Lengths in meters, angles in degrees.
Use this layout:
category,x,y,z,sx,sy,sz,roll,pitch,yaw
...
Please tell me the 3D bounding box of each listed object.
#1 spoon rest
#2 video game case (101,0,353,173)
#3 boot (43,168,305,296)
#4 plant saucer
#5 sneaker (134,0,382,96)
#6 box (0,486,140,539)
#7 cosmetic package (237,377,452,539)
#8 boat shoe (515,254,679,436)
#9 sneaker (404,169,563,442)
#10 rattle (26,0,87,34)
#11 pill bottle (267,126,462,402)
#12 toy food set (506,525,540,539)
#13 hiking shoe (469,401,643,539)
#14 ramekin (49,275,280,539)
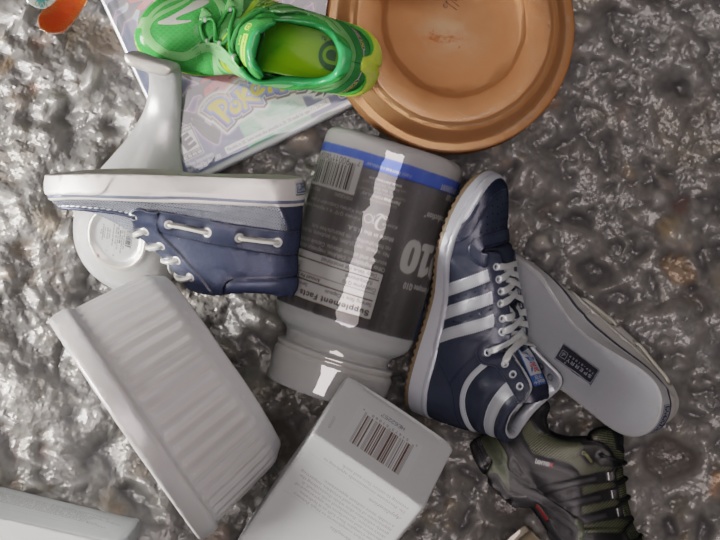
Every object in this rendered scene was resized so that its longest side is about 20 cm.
category,x,y,z,sx,sy,sz,roll,pitch,yaw
spoon rest,-0.171,-0.076,1.388,0.098,0.061,0.202,19,113,11
video game case,-0.087,-0.192,1.409,0.199,0.023,0.184,-25,91,2
boot,-0.141,-0.028,1.320,0.198,0.073,0.091,3,97,9
plant saucer,0.072,-0.193,1.388,0.198,0.032,0.203,0,88,-7
sneaker,-0.083,-0.179,1.347,0.198,0.084,0.075,10,94,16
box,-0.291,0.275,1.370,0.198,0.131,0.201,12,92,0
cosmetic package,-0.022,0.184,1.342,0.101,0.074,0.200,34,133,0
boat shoe,0.168,0.053,1.389,0.199,0.066,0.072,36,108,23
sneaker,0.107,0.032,1.343,0.108,0.070,0.202,23,108,30
rattle,-0.178,-0.284,1.398,0.129,0.142,0.202,14,103,37
pill bottle,0.000,0.000,1.367,0.113,0.114,0.202,17,92,0
toy food set,0.139,0.321,1.400,0.143,0.060,0.200,-40,91,2
hiking shoe,0.185,0.175,1.388,0.200,0.076,0.101,41,95,1
ramekin,-0.141,0.095,1.337,0.094,0.202,0.203,-34,91,-9
